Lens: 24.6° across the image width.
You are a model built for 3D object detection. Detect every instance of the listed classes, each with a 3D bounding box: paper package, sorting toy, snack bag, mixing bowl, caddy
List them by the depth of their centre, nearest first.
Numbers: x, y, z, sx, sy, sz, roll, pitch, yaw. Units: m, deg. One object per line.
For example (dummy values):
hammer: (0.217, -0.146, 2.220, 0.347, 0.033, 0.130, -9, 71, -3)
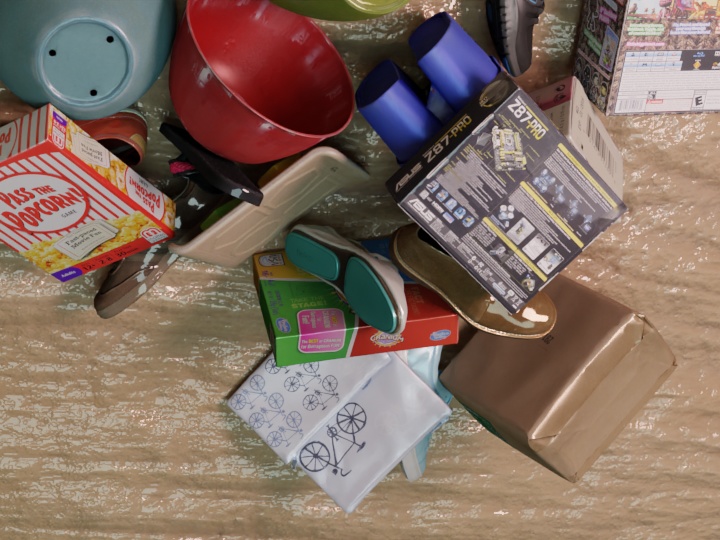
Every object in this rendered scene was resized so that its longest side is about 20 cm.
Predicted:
mixing bowl: (-0.115, -0.181, 1.635, 0.199, 0.201, 0.108, 27, 131, -26)
caddy: (0.075, -0.176, 1.672, 0.141, 0.200, 0.105, -42, 103, 10)
sorting toy: (-0.094, -0.069, 1.718, 0.199, 0.185, 0.037, -32, 81, 7)
paper package: (0.217, 0.113, 1.840, 0.191, 0.200, 0.104, -47, 122, -7)
snack bag: (-0.025, 0.156, 1.879, 0.200, 0.021, 0.189, 45, 104, 1)

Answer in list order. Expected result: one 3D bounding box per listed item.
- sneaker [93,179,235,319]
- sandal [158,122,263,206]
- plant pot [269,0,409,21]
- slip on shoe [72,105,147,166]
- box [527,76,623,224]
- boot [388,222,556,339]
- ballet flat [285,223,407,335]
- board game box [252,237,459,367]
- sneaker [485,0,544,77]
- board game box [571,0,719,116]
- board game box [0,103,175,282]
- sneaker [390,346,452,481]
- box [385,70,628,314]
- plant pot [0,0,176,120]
sneaker: (-0.223, -0.037, 1.758, 0.200, 0.070, 0.076, -43, 101, 8)
sandal: (-0.158, -0.098, 1.647, 0.075, 0.200, 0.045, 21, 104, -32)
plant pot: (-0.011, -0.309, 1.550, 0.185, 0.200, 0.189, -7, 115, -16)
slip on shoe: (-0.310, -0.113, 1.678, 0.198, 0.062, 0.074, -16, 138, -5)
box: (0.163, -0.097, 1.743, 0.199, 0.110, 0.128, -19, 126, 26)
boot: (0.127, 0.011, 1.711, 0.199, 0.075, 0.074, 29, 70, -15)
ballet flat: (0.000, 0.000, 1.743, 0.069, 0.200, 0.070, -23, 129, -31)
board game box: (-0.008, 0.030, 1.786, 0.198, 0.154, 0.041, -7, 128, -11)
sneaker: (0.172, -0.294, 1.693, 0.081, 0.073, 0.202, -10, 122, -9)
board game box: (0.322, -0.272, 1.720, 0.158, 0.097, 0.202, -3, 120, -19)
board game box: (-0.303, -0.073, 1.644, 0.150, 0.047, 0.200, -21, 143, 25)
sneaker: (0.076, 0.158, 1.927, 0.081, 0.074, 0.202, -7, 121, -4)
box: (0.144, -0.072, 1.609, 0.161, 0.049, 0.200, -43, 125, 9)
plant pot: (-0.268, -0.225, 1.587, 0.198, 0.135, 0.202, -6, 121, -11)
